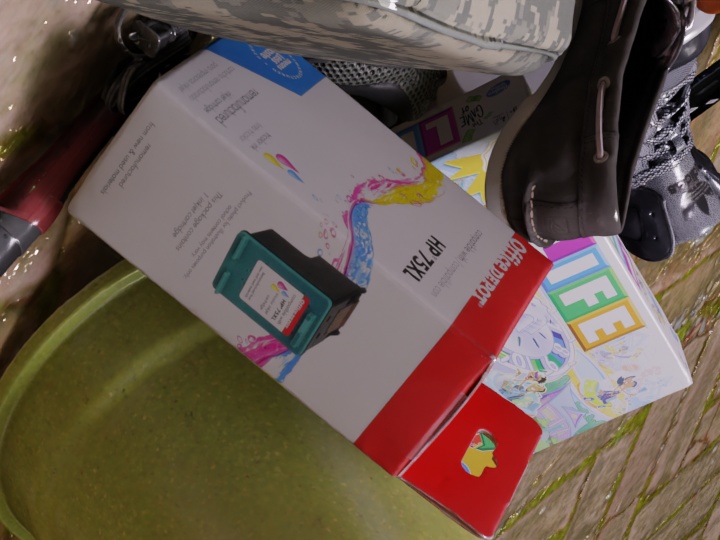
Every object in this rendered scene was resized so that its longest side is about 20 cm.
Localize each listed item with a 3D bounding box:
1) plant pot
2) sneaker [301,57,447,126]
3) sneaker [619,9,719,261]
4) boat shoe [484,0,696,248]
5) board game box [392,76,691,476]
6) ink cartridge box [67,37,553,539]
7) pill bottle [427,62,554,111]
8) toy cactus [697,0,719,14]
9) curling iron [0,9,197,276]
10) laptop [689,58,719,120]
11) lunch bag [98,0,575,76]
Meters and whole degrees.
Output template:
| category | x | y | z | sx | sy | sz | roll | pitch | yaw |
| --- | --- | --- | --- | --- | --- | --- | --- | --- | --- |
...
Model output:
| category | x | y | z | sx | sy | sz | roll | pitch | yaw |
| --- | --- | --- | --- | --- | --- | --- | --- | --- | --- |
| plant pot | -0.032 | 0.111 | 0.921 | 0.200 | 0.184 | 0.201 | -22 | 141 | -19 |
| sneaker | 0.042 | -0.133 | 0.944 | 0.199 | 0.076 | 0.114 | -28 | 154 | -24 |
| sneaker | 0.159 | -0.074 | 1.172 | 0.075 | 0.114 | 0.200 | -37 | 178 | -19 |
| boat shoe | 0.114 | -0.086 | 0.951 | 0.200 | 0.057 | 0.067 | -62 | 146 | -34 |
| board game box | 0.057 | 0.010 | 1.046 | 0.134 | 0.034 | 0.200 | -25 | 132 | 13 |
| ink cartridge box | 0.000 | 0.000 | 0.854 | 0.067 | 0.200 | 0.116 | -51 | 180 | 25 |
| pill bottle | 0.070 | -0.023 | 1.132 | 0.116 | 0.116 | 0.201 | -37 | 150 | -41 |
| toy cactus | 0.203 | -0.185 | 0.975 | 0.200 | 0.102 | 0.165 | -45 | 135 | -25 |
| curling iron | -0.128 | -0.026 | 0.820 | 0.200 | 0.026 | 0.050 | -51 | 165 | -17 |
| laptop | 0.218 | -0.171 | 1.352 | 0.200 | 0.104 | 0.177 | -36 | 173 | 19 |
| lunch bag | -0.004 | -0.160 | 0.749 | 0.200 | 0.139 | 0.169 | 4 | 94 | -66 |
